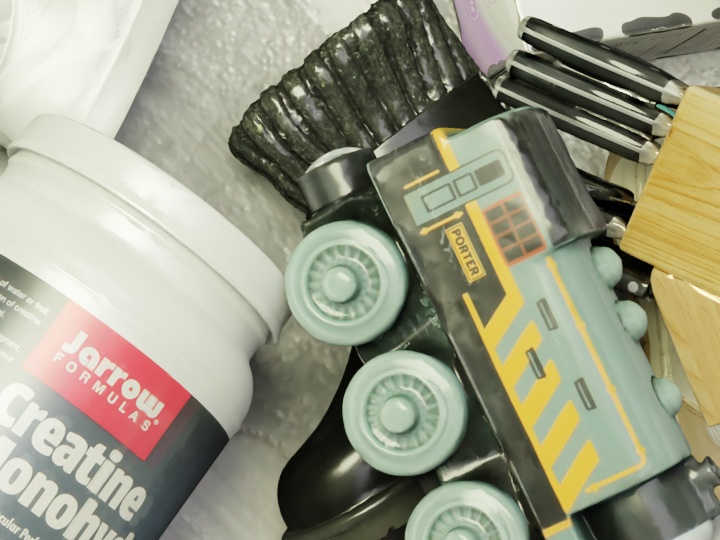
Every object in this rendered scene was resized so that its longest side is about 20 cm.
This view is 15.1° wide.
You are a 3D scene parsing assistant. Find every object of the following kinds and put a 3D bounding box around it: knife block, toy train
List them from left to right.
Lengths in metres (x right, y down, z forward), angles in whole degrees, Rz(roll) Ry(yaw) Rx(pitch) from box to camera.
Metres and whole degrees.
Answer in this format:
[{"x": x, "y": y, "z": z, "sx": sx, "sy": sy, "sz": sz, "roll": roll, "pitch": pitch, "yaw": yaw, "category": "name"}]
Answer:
[{"x": 0.052, "y": 0.035, "z": 0.997, "sx": 0.114, "sy": 0.085, "sz": 0.200, "roll": -27, "pitch": 84, "yaw": 15, "category": "toy train"}, {"x": 0.151, "y": -0.038, "z": 1.022, "sx": 0.200, "sy": 0.064, "sz": 0.176, "roll": -23, "pitch": 83, "yaw": 24, "category": "knife block"}]

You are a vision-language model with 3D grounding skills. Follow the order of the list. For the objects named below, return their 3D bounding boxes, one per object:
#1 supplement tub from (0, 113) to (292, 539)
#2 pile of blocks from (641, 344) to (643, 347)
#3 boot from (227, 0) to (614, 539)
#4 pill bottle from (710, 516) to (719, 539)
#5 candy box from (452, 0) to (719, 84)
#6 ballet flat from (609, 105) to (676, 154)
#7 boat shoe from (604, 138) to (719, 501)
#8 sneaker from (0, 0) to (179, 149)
[{"x": -0.129, "y": 0.057, "z": 1.005, "sx": 0.140, "sy": 0.140, "sz": 0.200, "roll": 37, "pitch": 78, "yaw": -8, "category": "supplement tub"}, {"x": 0.057, "y": 0.112, "z": 1.090, "sx": 0.062, "sy": 0.082, "sz": 0.200, "roll": 26, "pitch": 75, "yaw": -11, "category": "pile of blocks"}, {"x": -0.001, "y": 0.000, "z": 1.093, "sx": 0.158, "sy": 0.079, "sz": 0.211, "roll": 46, "pitch": 63, "yaw": -10, "category": "boot"}, {"x": 0.135, "y": 0.161, "z": 1.022, "sx": 0.200, "sy": 0.120, "sz": 0.120, "roll": -42, "pitch": 94, "yaw": -10, "category": "pill bottle"}, {"x": 0.129, "y": -0.180, "z": 1.169, "sx": 0.200, "sy": 0.072, "sz": 0.168, "roll": -11, "pitch": 84, "yaw": -19, "category": "candy box"}, {"x": 0.172, "y": 0.008, "z": 1.162, "sx": 0.065, "sy": 0.070, "sz": 0.200, "roll": -27, "pitch": 92, "yaw": -46, "category": "ballet flat"}, {"x": 0.157, "y": 0.036, "z": 1.093, "sx": 0.074, "sy": 0.069, "sz": 0.200, "roll": -23, "pitch": 97, "yaw": -57, "category": "boat shoe"}, {"x": -0.122, "y": -0.147, "z": 1.087, "sx": 0.116, "sy": 0.074, "sz": 0.200, "roll": 26, "pitch": 75, "yaw": -14, "category": "sneaker"}]
